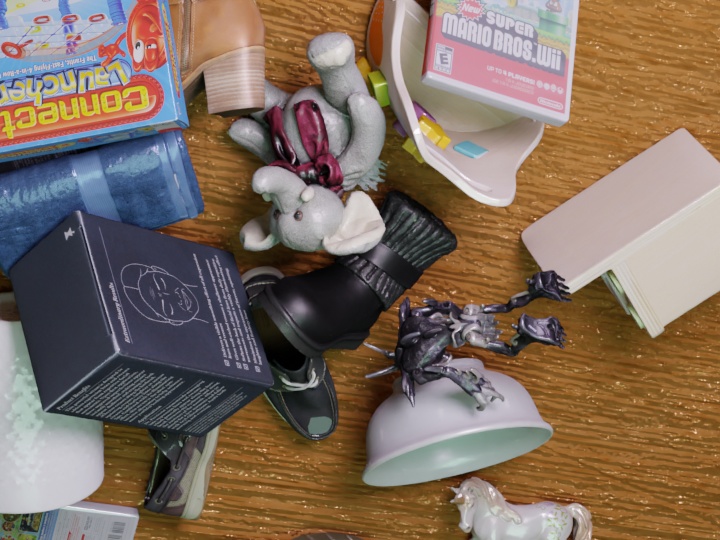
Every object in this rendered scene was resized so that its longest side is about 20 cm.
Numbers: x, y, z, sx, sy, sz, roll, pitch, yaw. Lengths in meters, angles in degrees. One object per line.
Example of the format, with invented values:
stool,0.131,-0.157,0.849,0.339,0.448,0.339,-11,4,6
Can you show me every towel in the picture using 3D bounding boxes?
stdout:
towel,-0.244,-0.062,1.548,0.198,0.049,0.112,-16,145,-4

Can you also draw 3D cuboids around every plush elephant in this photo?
plush elephant,-0.051,-0.089,1.567,0.164,0.156,0.200,-6,141,33

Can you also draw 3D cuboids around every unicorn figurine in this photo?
unicorn figurine,0.161,0.284,1.867,0.199,0.074,0.139,-5,108,-27

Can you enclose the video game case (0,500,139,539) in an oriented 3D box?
video game case,-0.340,0.294,1.776,0.198,0.018,0.144,10,113,-18

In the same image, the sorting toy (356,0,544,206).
sorting toy,0.077,-0.134,1.566,0.200,0.181,0.107,36,112,-26

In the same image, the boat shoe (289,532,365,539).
boat shoe,-0.073,0.328,1.835,0.198,0.072,0.068,-7,151,-18

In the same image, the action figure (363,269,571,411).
action figure,0.104,0.071,1.637,0.199,0.120,0.102,-20,140,30

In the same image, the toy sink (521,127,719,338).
toy sink,0.281,-0.023,1.704,0.199,0.131,0.112,-33,119,3

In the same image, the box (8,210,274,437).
box,-0.197,0.052,1.565,0.107,0.149,0.199,-36,148,28

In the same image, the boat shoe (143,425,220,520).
boat shoe,-0.179,0.163,1.721,0.064,0.072,0.201,0,121,-18

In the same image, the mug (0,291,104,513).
mug,-0.340,0.113,1.629,0.198,0.148,0.177,7,109,17

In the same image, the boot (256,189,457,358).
boot,-0.001,-0.002,1.631,0.158,0.211,0.080,-46,77,14

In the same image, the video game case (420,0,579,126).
video game case,0.130,-0.240,1.552,0.142,0.017,0.202,15,68,-20

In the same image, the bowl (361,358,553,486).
bowl,0.088,0.146,1.741,0.199,0.091,0.201,-12,163,-4

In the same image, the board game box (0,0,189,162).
board game box,-0.260,-0.202,1.462,0.198,0.056,0.198,-11,87,3

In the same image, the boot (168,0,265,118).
boot,-0.181,-0.205,1.524,0.198,0.074,0.156,-8,87,3

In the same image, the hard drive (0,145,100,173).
hard drive,-0.313,-0.096,1.583,0.199,0.033,0.140,-19,118,-4

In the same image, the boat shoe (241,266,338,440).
boat shoe,-0.071,0.095,1.715,0.071,0.068,0.201,-23,120,-3
